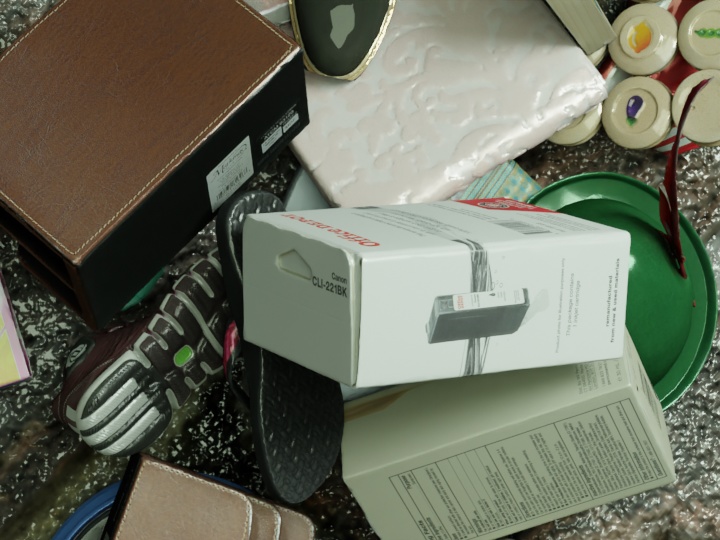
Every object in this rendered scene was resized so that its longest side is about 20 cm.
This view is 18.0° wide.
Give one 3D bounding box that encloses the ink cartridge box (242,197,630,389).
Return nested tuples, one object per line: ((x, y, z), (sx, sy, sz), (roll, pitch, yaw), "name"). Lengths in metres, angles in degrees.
((0.044, 0.010, 1.400), (0.199, 0.144, 0.084), (-4, 102, -31), "ink cartridge box")

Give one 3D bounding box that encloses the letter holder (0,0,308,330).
((-0.152, -0.092, 1.440), (0.142, 0.101, 0.200), (39, 72, 17), "letter holder")

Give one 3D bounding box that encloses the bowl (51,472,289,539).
((-0.124, 0.235, 1.521), (0.199, 0.039, 0.202), (0, 87, -7), "bowl")

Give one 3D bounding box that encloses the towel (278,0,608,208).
((0.034, -0.134, 1.528), (0.199, 0.032, 0.191), (-32, 66, -8), "towel")

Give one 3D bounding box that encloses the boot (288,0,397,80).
((-0.001, -0.223, 1.445), (0.077, 0.138, 0.202), (7, 94, -5), "boot")

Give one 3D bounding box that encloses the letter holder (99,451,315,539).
((-0.112, 0.235, 1.454), (0.141, 0.101, 0.201), (21, 85, -7), "letter holder")

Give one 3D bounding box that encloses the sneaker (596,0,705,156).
((0.246, -0.170, 1.579), (0.115, 0.078, 0.201), (34, 96, -12), "sneaker")

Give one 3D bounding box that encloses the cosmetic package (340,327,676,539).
((0.095, 0.112, 1.486), (0.199, 0.071, 0.105), (-18, 131, 12), "cosmetic package")

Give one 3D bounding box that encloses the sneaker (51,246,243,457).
((-0.129, 0.037, 1.503), (0.200, 0.115, 0.076), (-40, 114, -23), "sneaker")

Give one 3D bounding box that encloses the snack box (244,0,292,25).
((-0.018, -0.217, 1.526), (0.199, 0.024, 0.072), (-21, 94, -3), "snack box")

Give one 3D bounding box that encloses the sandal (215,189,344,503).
((-0.059, 0.049, 1.459), (0.075, 0.045, 0.202), (-14, 93, -46), "sandal")

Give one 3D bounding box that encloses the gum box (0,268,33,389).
((-0.299, -0.008, 1.499), (0.113, 0.066, 0.201), (-17, 89, -7), "gum box")

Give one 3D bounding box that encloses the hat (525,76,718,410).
((0.185, 0.011, 1.467), (0.165, 0.176, 0.200), (-40, 102, -14), "hat")

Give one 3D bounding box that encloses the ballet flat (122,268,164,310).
((-0.194, -0.069, 1.516), (0.070, 0.067, 0.201), (-35, 98, -6), "ballet flat")

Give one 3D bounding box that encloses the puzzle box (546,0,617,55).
((0.100, -0.246, 1.497), (0.025, 0.133, 0.201), (-31, 70, 11), "puzzle box")

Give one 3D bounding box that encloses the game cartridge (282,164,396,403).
((0.000, 0.000, 1.551), (0.132, 0.042, 0.201), (17, 85, -1), "game cartridge")

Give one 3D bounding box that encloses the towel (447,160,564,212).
((0.099, 0.016, 1.544), (0.200, 0.022, 0.147), (42, 77, -14), "towel")

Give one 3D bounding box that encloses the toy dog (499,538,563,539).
((0.137, 0.269, 1.517), (0.193, 0.139, 0.201), (-29, 93, 29), "toy dog")

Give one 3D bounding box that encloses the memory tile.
((0.167, -0.157, 1.533), (0.199, 0.017, 0.155), (2, 80, 24), "memory tile")
